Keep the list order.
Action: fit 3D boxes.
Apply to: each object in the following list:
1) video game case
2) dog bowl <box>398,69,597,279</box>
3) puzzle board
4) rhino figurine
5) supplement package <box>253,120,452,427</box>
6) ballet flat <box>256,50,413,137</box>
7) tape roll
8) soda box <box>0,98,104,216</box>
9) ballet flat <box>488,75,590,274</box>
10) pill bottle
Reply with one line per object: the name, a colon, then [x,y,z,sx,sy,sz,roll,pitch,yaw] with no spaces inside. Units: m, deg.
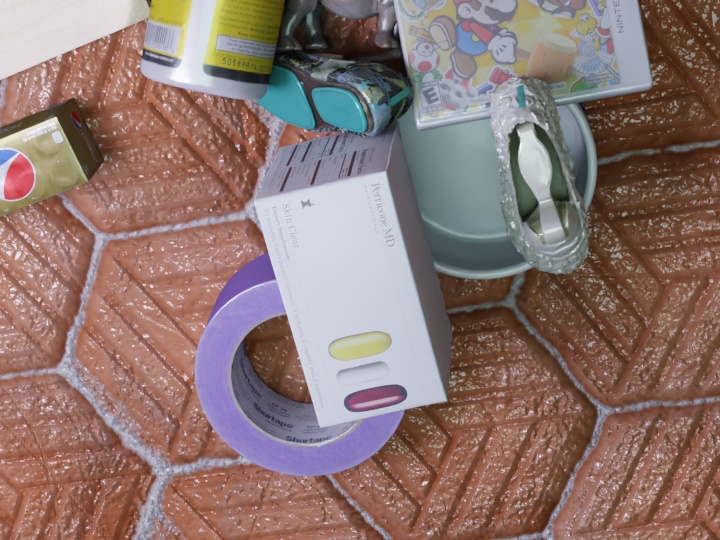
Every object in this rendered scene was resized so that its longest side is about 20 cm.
video game case: [0.128,-0.223,1.319,0.198,0.023,0.183,-10,88,1]
dog bowl: [0.106,-0.099,1.402,0.198,0.079,0.201,2,112,4]
puzzle board: [-0.300,-0.259,1.409,0.199,0.017,0.151,-20,108,12]
rhino figurine: [0.027,-0.234,1.363,0.198,0.060,0.088,-1,98,4]
supplement package: [0.000,0.000,1.322,0.110,0.156,0.201,-13,108,9]
ballet flat: [-0.023,-0.155,1.363,0.074,0.200,0.075,-12,112,-32]
tape roll: [-0.050,0.084,1.488,0.198,0.085,0.201,2,111,5]
soda box: [-0.341,-0.085,1.456,0.199,0.064,0.068,-20,109,13]
ballet flat: [0.146,-0.064,1.315,0.071,0.072,0.201,-14,125,11]
pill bottle: [-0.113,-0.251,1.331,0.110,0.111,0.201,12,101,0]
